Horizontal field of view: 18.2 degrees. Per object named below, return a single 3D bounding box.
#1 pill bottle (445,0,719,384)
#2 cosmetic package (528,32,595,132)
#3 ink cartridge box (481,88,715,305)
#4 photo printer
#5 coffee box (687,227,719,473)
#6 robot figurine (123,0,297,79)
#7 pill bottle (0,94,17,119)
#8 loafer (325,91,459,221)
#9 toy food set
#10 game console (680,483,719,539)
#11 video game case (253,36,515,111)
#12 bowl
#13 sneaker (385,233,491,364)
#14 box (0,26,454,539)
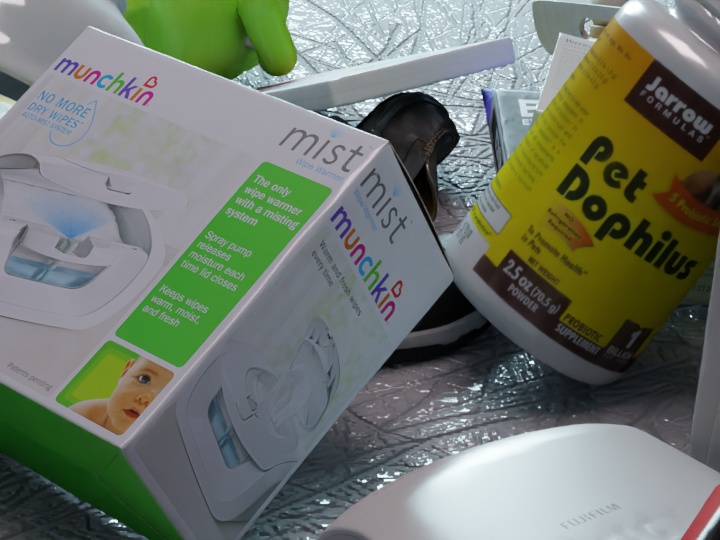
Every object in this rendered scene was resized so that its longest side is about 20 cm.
[{"bbox_3d":[0.137,-0.052,1.074,0.109,0.201,0.109,34,14,-10],"label":"pill bottle"},{"bbox_3d":[0.188,-0.059,1.170,0.198,0.051,0.083,16,40,6],"label":"cosmetic package"},{"bbox_3d":[0.171,-0.055,1.242,0.196,0.044,0.201,3,36,-6],"label":"ink cartridge box"},{"bbox_3d":[0.091,0.126,0.846,0.165,0.070,0.199,-15,29,-35],"label":"photo printer"},{"bbox_3d":[0.260,0.019,0.944,0.198,0.202,0.198,12,25,19],"label":"coffee box"},{"bbox_3d":[-0.124,-0.167,1.436,0.174,0.117,0.200,24,30,26],"label":"robot figurine"},{"bbox_3d":[-0.220,-0.046,1.152,0.114,0.115,0.199,-18,30,-38],"label":"pill bottle"},{"bbox_3d":[0.012,-0.048,1.262,0.072,0.073,0.200,45,29,10],"label":"loafer"},{"bbox_3d":[0.232,-0.165,1.485,0.199,0.061,0.143,-6,12,-34],"label":"toy food set"},{"bbox_3d":[0.183,0.154,0.738,0.199,0.031,0.177,35,44,10],"label":"game console"},{"bbox_3d":[-0.024,-0.108,1.344,0.142,0.018,0.199,-17,8,-38],"label":"video game case"},{"bbox_3d":[-0.190,-0.130,1.246,0.200,0.091,0.201,24,-12,5],"label":"bowl"},{"bbox_3d":[0.000,0.000,1.109,0.199,0.084,0.071,-18,31,-39],"label":"sneaker"},{"bbox_3d":[-0.092,0.007,0.982,0.199,0.097,0.177,24,65,40],"label":"box"}]
